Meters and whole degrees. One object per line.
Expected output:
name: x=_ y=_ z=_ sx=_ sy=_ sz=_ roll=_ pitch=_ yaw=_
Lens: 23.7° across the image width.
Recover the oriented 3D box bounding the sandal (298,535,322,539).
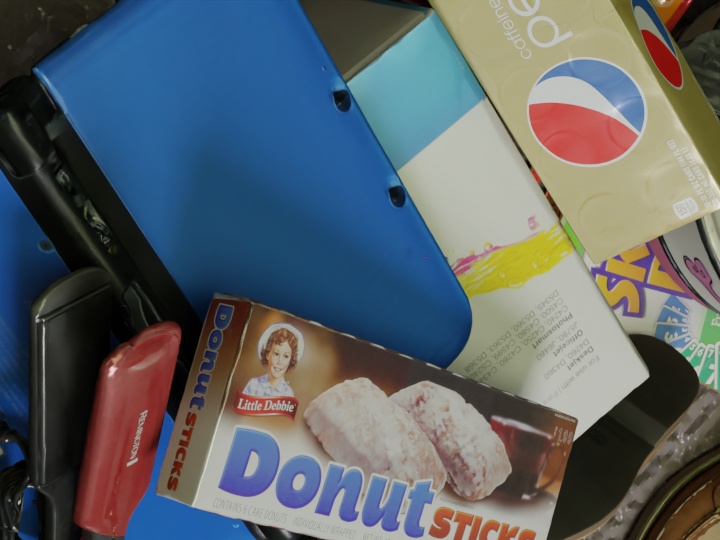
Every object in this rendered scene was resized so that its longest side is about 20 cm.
sandal: x=0.007 y=0.146 z=0.787 sx=0.199 sy=0.076 sz=0.043 roll=6 pitch=140 yaw=-18

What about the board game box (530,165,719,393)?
board game box: x=0.164 y=-0.002 z=0.916 sx=0.199 sy=0.030 sz=0.096 roll=26 pitch=89 yaw=-25

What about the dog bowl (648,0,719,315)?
dog bowl: x=0.224 y=-0.057 z=0.885 sx=0.199 sy=0.074 sz=0.202 roll=0 pitch=90 yaw=-30

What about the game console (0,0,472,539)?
game console: x=-0.081 y=0.001 z=0.649 sx=0.201 sy=0.170 sz=0.119 roll=59 pitch=31 yaw=-24

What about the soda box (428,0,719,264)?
soda box: x=0.079 y=-0.107 z=0.712 sx=0.067 sy=0.064 sz=0.201 roll=-25 pitch=113 yaw=25

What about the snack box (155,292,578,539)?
snack box: x=0.010 y=0.068 z=0.641 sx=0.199 sy=0.024 sz=0.072 roll=22 pitch=82 yaw=-46

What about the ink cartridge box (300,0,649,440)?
ink cartridge box: x=0.000 y=0.000 z=0.770 sx=0.146 sy=0.147 sz=0.201 roll=-39 pitch=114 yaw=-10

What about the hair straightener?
hair straightener: x=-0.109 y=0.075 z=0.623 sx=0.041 sy=0.077 sz=0.201 roll=-34 pitch=149 yaw=-37

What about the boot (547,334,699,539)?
boot: x=0.095 y=0.107 z=0.849 sx=0.199 sy=0.074 sz=0.076 roll=-29 pitch=152 yaw=-43

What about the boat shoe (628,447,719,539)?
boat shoe: x=0.224 y=0.132 z=0.949 sx=0.200 sy=0.068 sz=0.072 roll=-44 pitch=117 yaw=-9

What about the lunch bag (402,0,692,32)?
lunch bag: x=0.067 y=-0.172 z=0.772 sx=0.199 sy=0.082 sz=0.177 roll=25 pitch=117 yaw=-19

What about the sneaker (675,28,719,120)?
sneaker: x=0.221 y=-0.059 z=0.810 sx=0.200 sy=0.060 sz=0.105 roll=40 pitch=69 yaw=-18
